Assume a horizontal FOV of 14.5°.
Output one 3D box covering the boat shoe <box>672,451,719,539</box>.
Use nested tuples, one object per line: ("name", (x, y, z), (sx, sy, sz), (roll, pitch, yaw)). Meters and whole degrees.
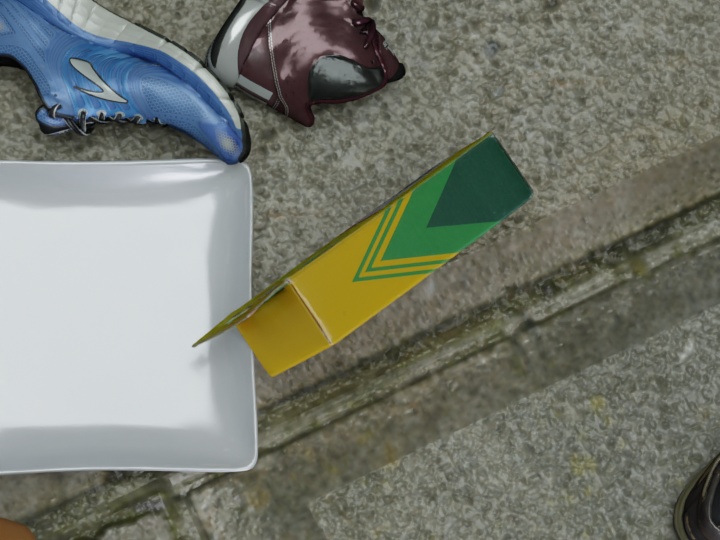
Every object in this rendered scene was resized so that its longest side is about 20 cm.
("boat shoe", (0.278, 0.104, 1.801), (0.074, 0.073, 0.200), (35, 78, 1))

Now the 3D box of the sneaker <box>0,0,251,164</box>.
("sneaker", (-0.160, -0.114, 1.797), (0.200, 0.079, 0.089), (28, 83, 8))

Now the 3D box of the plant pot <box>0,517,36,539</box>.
("plant pot", (-0.267, 0.215, 1.668), (0.140, 0.200, 0.201), (3, 79, -22))

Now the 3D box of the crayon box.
("crayon box", (0.000, 0.000, 1.744), (0.200, 0.127, 0.051), (-36, 92, -21))

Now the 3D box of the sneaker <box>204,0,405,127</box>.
("sneaker", (-0.004, -0.180, 1.830), (0.115, 0.076, 0.200), (34, 88, -5))

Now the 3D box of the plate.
("plate", (-0.166, 0.030, 1.785), (0.199, 0.032, 0.200), (-1, 80, -7))
